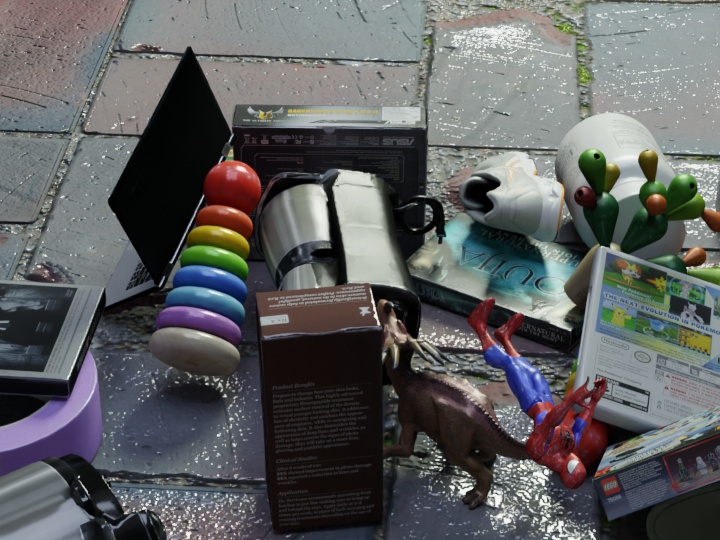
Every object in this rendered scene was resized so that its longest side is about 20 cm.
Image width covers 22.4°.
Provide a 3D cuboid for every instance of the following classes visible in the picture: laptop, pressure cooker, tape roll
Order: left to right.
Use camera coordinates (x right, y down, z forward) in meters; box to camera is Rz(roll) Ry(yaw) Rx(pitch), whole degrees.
[{"bbox_3d":[-0.332,0.126,1.626,0.198,0.066,0.201,1,33,0],"label":"tape roll"},{"bbox_3d":[-0.240,0.234,1.362,0.199,0.180,0.176,-22,36,-28],"label":"pressure cooker"},{"bbox_3d":[-0.210,-0.083,1.754,0.199,0.116,0.188,-20,39,51],"label":"laptop"}]

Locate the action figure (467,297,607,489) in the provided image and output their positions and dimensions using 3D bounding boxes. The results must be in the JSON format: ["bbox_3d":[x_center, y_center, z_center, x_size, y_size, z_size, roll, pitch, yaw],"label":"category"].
[{"bbox_3d":[0.165,0.092,1.547,0.065,0.099,0.201,23,33,-38],"label":"action figure"}]

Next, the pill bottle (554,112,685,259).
[{"bbox_3d":[0.267,-0.075,1.852,0.113,0.115,0.200,-2,24,-2],"label":"pill bottle"}]

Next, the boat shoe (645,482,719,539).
[{"bbox_3d":[0.325,0.186,1.526,0.197,0.075,0.066,-15,25,-7],"label":"boat shoe"}]

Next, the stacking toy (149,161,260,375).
[{"bbox_3d":[-0.136,-0.009,1.706,0.084,0.085,0.202,8,72,12],"label":"stacking toy"}]

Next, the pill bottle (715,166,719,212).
[{"bbox_3d":[0.479,-0.096,1.908,0.198,0.115,0.114,9,35,14],"label":"pill bottle"}]

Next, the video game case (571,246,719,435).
[{"bbox_3d":[0.294,0.081,1.635,0.198,0.022,0.183,18,50,-4],"label":"video game case"}]

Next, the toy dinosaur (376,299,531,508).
[{"bbox_3d":[0.074,0.116,1.573,0.199,0.137,0.086,22,39,28],"label":"toy dinosaur"}]

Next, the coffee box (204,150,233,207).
[{"bbox_3d":[-0.073,-0.092,1.968,0.198,0.044,0.123,-1,34,-1],"label":"coffee box"}]

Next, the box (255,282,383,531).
[{"bbox_3d":[-0.034,0.115,1.516,0.099,0.202,0.075,-4,34,-6],"label":"box"}]

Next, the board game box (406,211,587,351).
[{"bbox_3d":[0.152,0.008,1.831,0.198,0.028,0.135,19,37,26],"label":"board game box"}]

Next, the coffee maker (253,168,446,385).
[{"bbox_3d":[0.000,0.000,1.726,0.190,0.136,0.201,-16,38,1],"label":"coffee maker"}]

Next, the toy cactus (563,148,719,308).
[{"bbox_3d":[0.263,-0.022,1.721,0.199,0.165,0.103,34,25,-23],"label":"toy cactus"}]

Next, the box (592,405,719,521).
[{"bbox_3d":[0.293,0.141,1.491,0.198,0.040,0.137,-22,0,14],"label":"box"}]

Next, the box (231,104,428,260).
[{"bbox_3d":[-0.030,-0.088,1.859,0.198,0.160,0.049,1,33,2],"label":"box"}]

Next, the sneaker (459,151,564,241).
[{"bbox_3d":[0.138,-0.085,1.880,0.091,0.077,0.200,8,10,-17],"label":"sneaker"}]

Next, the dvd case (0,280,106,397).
[{"bbox_3d":[-0.343,0.058,1.648,0.198,0.025,0.151,4,34,4],"label":"dvd case"}]

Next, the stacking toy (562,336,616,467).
[{"bbox_3d":[0.221,0.105,1.653,0.085,0.086,0.201,13,43,19],"label":"stacking toy"}]
